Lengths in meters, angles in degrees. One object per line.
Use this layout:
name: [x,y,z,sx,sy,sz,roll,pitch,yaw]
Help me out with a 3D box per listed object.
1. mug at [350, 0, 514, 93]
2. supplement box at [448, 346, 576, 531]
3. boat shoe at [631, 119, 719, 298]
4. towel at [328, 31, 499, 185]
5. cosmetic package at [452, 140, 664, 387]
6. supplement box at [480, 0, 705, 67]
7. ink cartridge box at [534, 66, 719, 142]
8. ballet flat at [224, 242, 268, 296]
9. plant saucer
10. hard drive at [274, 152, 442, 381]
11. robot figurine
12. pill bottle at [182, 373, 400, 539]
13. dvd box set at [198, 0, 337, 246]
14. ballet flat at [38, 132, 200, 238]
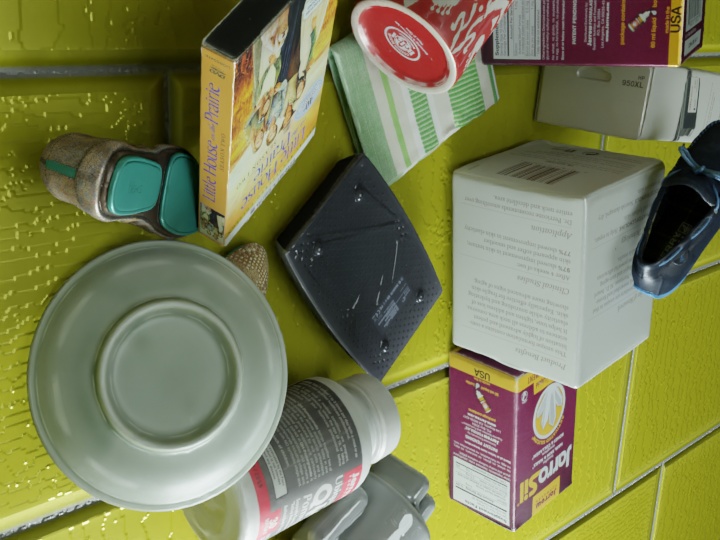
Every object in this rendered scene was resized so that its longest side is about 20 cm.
mug: [0.068,-0.276,0.797,0.202,0.175,0.134,-58,168,-18]
supplement box: [0.180,0.177,1.073,0.130,0.102,0.205,-24,120,-40]
boat shoe: [0.333,-0.067,0.898,0.203,0.083,0.069,-64,150,-15]
towel: [0.057,-0.187,0.881,0.199,0.023,0.155,-39,127,-29]
cosmetic package: [0.209,-0.016,0.979,0.165,0.165,0.205,-23,120,-42]
supplement box: [0.226,-0.251,0.888,0.110,0.196,0.088,-34,125,-52]
ink cartridge box: [0.318,-0.201,1.059,0.197,0.143,0.086,-6,109,-44]
ballet flat: [-0.124,0.066,0.743,0.202,0.065,0.071,-55,137,-17]
plant saucer: [-0.143,0.076,0.672,0.196,0.050,0.205,2,84,-22]
hard drive: [0.000,0.000,0.868,0.136,0.042,0.201,-53,134,-20]
robot figurine: [-0.008,0.280,0.903,0.200,0.112,0.171,-47,139,-24]
pill bottle: [-0.059,0.161,0.811,0.198,0.109,0.113,-19,117,-41]
dvd box set: [-0.068,-0.128,0.668,0.147,0.029,0.201,-56,170,-33]
ballet flat: [-0.163,-0.065,0.644,0.200,0.066,0.070,29,76,-81]
